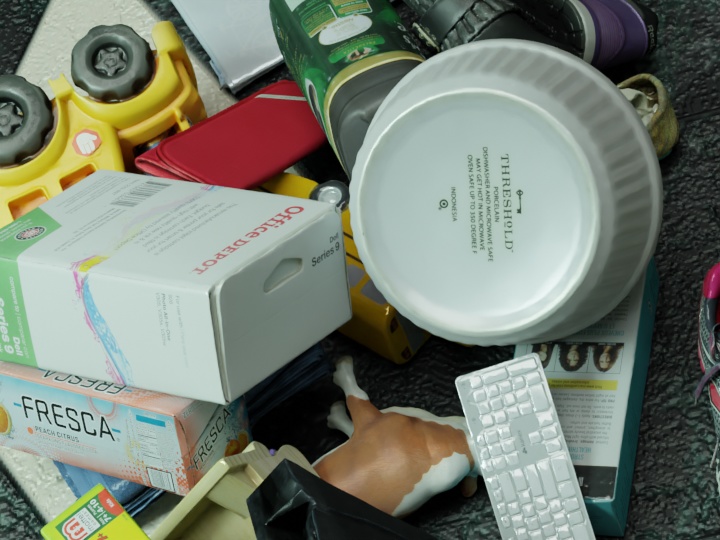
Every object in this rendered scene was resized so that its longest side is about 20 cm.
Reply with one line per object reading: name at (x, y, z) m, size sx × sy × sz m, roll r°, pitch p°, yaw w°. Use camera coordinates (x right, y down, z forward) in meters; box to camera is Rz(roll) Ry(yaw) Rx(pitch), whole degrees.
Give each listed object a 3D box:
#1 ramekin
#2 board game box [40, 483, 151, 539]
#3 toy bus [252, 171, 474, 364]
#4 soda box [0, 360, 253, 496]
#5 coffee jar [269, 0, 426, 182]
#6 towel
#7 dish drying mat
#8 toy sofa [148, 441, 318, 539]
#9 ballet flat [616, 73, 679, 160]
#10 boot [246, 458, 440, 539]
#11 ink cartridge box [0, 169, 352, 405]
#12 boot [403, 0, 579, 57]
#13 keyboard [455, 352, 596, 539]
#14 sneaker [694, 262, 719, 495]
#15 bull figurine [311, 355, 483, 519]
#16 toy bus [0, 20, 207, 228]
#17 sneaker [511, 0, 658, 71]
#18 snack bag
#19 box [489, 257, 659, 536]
ramekin at (0.084, -0.043, 1.660) m, size 0.202 × 0.094 × 0.202 m, roll 3°, pitch 101°, yaw 17°
board game box at (-0.118, 0.222, 1.594) m, size 0.048 × 0.200 × 0.102 m, roll -38°, pitch 54°, yaw -11°
toy bus at (0.000, 0.000, 1.802) m, size 0.200 × 0.065 × 0.078 m, roll 29°, pitch 67°, yaw 31°
soda box at (-0.167, 0.086, 1.705) m, size 0.200 × 0.064 × 0.068 m, roll 12°, pitch 33°, yaw 36°
coffee jar at (0.004, -0.131, 1.824) m, size 0.085 × 0.104 × 0.200 m, roll -22°, pitch 39°, yaw -4°
towel at (-0.121, 0.081, 1.770) m, size 0.200 × 0.049 × 0.112 m, roll -39°, pitch 51°, yaw 6°
dish drying mat at (-0.075, -0.094, 1.847) m, size 0.077 × 0.018 × 0.200 m, roll 25°, pitch 29°, yaw 19°
toy sofa at (-0.029, 0.205, 1.623) m, size 0.200 × 0.098 × 0.083 m, roll 46°, pitch 109°, yaw 13°
ballet flat at (0.143, -0.074, 1.778) m, size 0.071 × 0.071 × 0.200 m, roll 31°, pitch 50°, yaw 31°
boot at (0.039, 0.198, 1.530) m, size 0.066 × 0.200 × 0.165 m, roll -52°, pitch 40°, yaw 7°
ink cartridge box at (-0.127, 0.008, 1.684) m, size 0.200 × 0.088 × 0.145 m, roll 7°, pitch 27°, yaw 33°
boot at (0.081, -0.169, 1.785) m, size 0.079 × 0.211 × 0.158 m, roll -28°, pitch 96°, yaw -8°
keyboard at (0.114, 0.154, 1.641) m, size 0.056 × 0.011 × 0.200 m, roll -20°, pitch 78°, yaw 15°
sneaker at (0.251, 0.085, 1.665) m, size 0.081 × 0.075 × 0.200 m, roll -18°, pitch 54°, yaw 3°
bull figurine at (-0.003, 0.133, 1.710) m, size 0.200 × 0.065 × 0.121 m, roll -37°, pitch 53°, yaw -12°
toy bus at (-0.181, -0.055, 1.862) m, size 0.200 × 0.136 × 0.192 m, roll -28°, pitch 66°, yaw -7°
sneaker at (0.141, -0.199, 1.914) m, size 0.088 × 0.076 × 0.200 m, roll -8°, pitch 36°, yaw -29°
snack bag at (-0.058, -0.243, 2.015) m, size 0.200 × 0.021 × 0.189 m, roll -31°, pitch 52°, yaw -5°
box at (0.143, 0.075, 1.718) m, size 0.082 × 0.049 × 0.200 m, roll 1°, pitch 56°, yaw 18°
